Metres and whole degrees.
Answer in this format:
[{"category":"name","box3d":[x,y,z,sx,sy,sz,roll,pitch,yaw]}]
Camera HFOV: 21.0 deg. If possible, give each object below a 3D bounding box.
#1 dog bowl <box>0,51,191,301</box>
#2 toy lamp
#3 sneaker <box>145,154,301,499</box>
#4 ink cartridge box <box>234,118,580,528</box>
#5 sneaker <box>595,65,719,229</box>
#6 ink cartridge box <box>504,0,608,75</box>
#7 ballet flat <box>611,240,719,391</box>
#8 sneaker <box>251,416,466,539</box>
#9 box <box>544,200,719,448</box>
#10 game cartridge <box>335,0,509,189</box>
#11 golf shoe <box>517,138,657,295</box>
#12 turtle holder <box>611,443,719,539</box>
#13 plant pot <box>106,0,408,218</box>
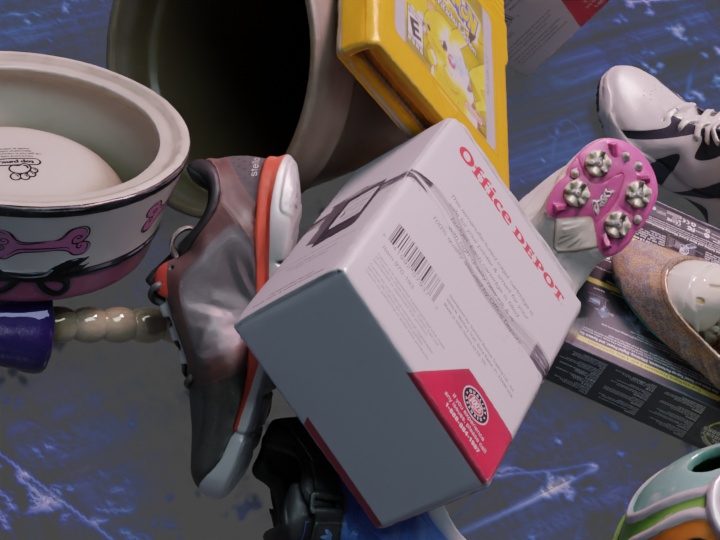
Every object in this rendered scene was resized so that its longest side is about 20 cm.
[{"category":"dog bowl","box3d":[-0.202,-0.055,1.142,0.198,0.074,0.201,8,30,-5]},{"category":"toy lamp","box3d":[-0.139,0.034,1.151,0.198,0.058,0.059,3,52,-24]},{"category":"sneaker","box3d":[-0.085,0.029,1.121,0.081,0.077,0.202,8,79,2]},{"category":"ink cartridge box","box3d":[0.033,0.024,1.103,0.146,0.083,0.200,55,33,-12]},{"category":"sneaker","box3d":[0.263,-0.102,1.393,0.079,0.130,0.200,-19,63,-36]},{"category":"ink cartridge box","box3d":[0.077,-0.237,1.378,0.198,0.145,0.084,18,55,-26]},{"category":"ballet flat","box3d":[0.245,0.042,1.248,0.068,0.067,0.200,-33,74,-35]},{"category":"sneaker","box3d":[0.005,0.163,1.097,0.110,0.077,0.201,-7,57,-30]},{"category":"box","box3d":[0.226,0.038,1.319,0.198,0.049,0.162,23,46,-6]},{"category":"game cartridge","box3d":[0.044,-0.163,1.223,0.176,0.032,0.202,45,38,-44]},{"category":"golf shoe","box3d":[0.109,0.000,1.261,0.200,0.091,0.075,-44,97,-7]},{"category":"turtle holder","box3d":[0.241,0.165,1.149,0.183,0.132,0.142,-4,58,-13]},{"category":"plant pot","box3d":[-0.039,-0.137,1.261,0.173,0.200,0.201,-4,54,-47]}]
